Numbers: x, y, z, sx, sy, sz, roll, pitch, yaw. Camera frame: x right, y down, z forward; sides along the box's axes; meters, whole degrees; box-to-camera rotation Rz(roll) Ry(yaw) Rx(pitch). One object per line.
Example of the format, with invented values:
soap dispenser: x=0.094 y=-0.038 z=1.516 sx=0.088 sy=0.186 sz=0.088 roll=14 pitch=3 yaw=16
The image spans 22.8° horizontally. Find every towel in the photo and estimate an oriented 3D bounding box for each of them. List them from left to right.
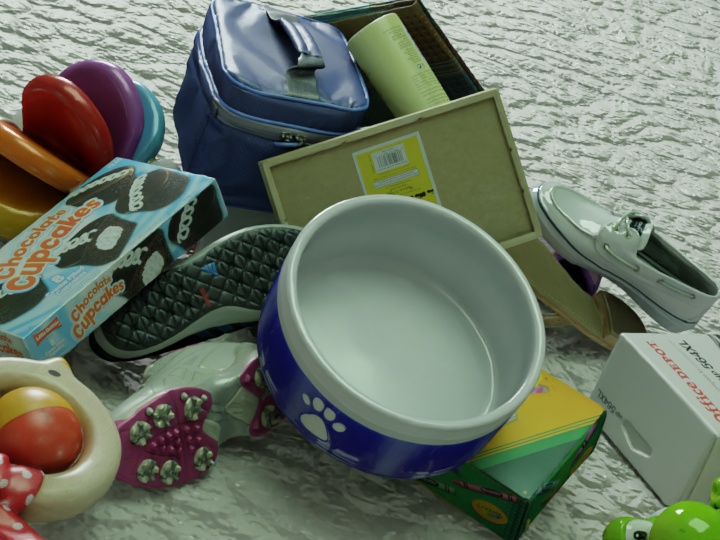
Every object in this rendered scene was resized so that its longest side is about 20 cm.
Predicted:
towel: x=0.002 y=-0.184 z=1.616 sx=0.199 sy=0.147 sz=0.022 roll=-5 pitch=52 yaw=35

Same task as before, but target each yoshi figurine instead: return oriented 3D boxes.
yoshi figurine: x=0.279 y=0.208 z=1.318 sx=0.199 sy=0.112 sz=0.113 roll=4 pitch=38 yaw=-24

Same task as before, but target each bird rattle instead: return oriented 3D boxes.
bird rattle: x=-0.225 y=0.108 z=1.128 sx=0.163 sy=0.113 sz=0.200 roll=-8 pitch=39 yaw=-38

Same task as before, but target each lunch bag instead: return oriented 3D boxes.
lunch bag: x=-0.075 y=-0.142 z=1.493 sx=0.135 sy=0.133 sz=0.200 roll=9 pitch=29 yaw=-19

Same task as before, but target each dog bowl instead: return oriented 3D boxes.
dog bowl: x=0.028 y=0.047 z=1.292 sx=0.199 sy=0.079 sz=0.201 roll=13 pitch=51 yaw=-16

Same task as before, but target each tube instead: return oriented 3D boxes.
tube: x=0.061 y=-0.119 z=1.490 sx=0.058 sy=0.052 sz=0.200 roll=-32 pitch=86 yaw=-25

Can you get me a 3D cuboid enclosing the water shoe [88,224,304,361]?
water shoe: x=-0.114 y=0.016 z=1.360 sx=0.199 sy=0.079 sz=0.072 roll=-15 pitch=84 yaw=-22

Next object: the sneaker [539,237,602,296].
sneaker: x=0.145 y=-0.018 z=1.674 sx=0.199 sy=0.081 sz=0.089 roll=14 pitch=44 yaw=-8

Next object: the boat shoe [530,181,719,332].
boat shoe: x=0.247 y=-0.027 z=1.645 sx=0.200 sy=0.067 sz=0.074 roll=35 pitch=46 yaw=-8

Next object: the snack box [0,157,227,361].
snack box: x=-0.206 y=-0.008 z=1.313 sx=0.116 sy=0.037 sz=0.200 roll=14 pitch=45 yaw=41

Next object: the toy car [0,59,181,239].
toy car: x=-0.234 y=-0.100 z=1.466 sx=0.175 sy=0.150 sz=0.200 roll=31 pitch=29 yaw=20

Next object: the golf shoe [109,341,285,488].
golf shoe: x=-0.132 y=0.100 z=1.281 sx=0.091 sy=0.076 sz=0.200 roll=13 pitch=20 yaw=34

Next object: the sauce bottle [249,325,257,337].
sauce bottle: x=0.000 y=0.000 z=1.456 sx=0.199 sy=0.065 sz=0.065 roll=-17 pitch=37 yaw=-8

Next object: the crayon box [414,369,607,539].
crayon box: x=0.072 y=0.106 z=1.371 sx=0.200 sy=0.058 sz=0.119 roll=31 pitch=48 yaw=19

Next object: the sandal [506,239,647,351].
sandal: x=0.165 y=0.032 z=1.612 sx=0.211 sy=0.070 sz=0.078 roll=32 pitch=35 yaw=-29

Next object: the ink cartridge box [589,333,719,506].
ink cartridge box: x=0.316 y=0.126 z=1.514 sx=0.199 sy=0.085 sz=0.146 roll=2 pitch=33 yaw=-34

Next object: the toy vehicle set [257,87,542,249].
toy vehicle set: x=0.032 y=-0.056 z=1.411 sx=0.199 sy=0.125 sz=0.027 roll=-18 pitch=6 yaw=-8

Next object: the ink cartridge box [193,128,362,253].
ink cartridge box: x=-0.061 y=-0.070 z=1.606 sx=0.144 sy=0.084 sz=0.200 roll=17 pitch=27 yaw=-6
